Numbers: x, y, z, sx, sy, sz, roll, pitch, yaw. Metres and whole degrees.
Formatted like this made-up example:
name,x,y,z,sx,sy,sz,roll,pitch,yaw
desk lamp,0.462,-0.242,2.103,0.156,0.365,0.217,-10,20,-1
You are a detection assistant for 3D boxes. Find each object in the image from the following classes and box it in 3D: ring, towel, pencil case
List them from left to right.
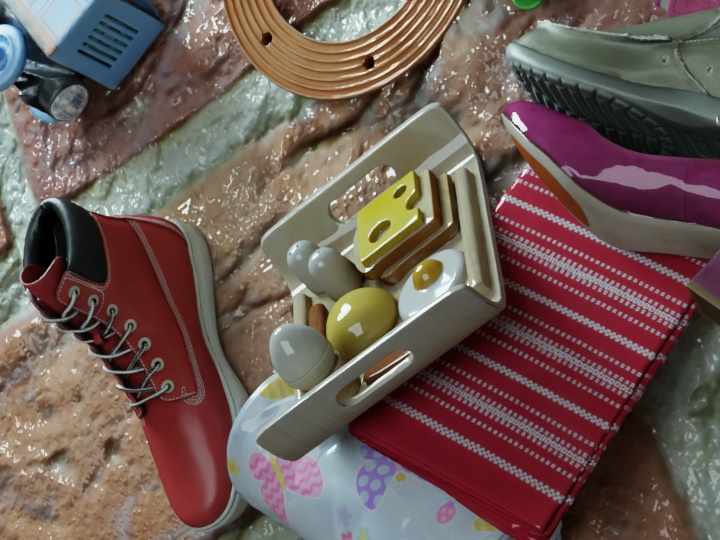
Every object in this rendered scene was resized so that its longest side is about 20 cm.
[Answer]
name,x,y,z,sx,sy,sz,roll,pitch,yaw
ring,-0.004,-0.199,1.288,0.199,0.019,0.202,-6,80,35
pencil case,0.016,0.126,1.179,0.199,0.083,0.091,27,103,37
towel,0.096,0.035,1.131,0.144,0.022,0.200,27,75,38

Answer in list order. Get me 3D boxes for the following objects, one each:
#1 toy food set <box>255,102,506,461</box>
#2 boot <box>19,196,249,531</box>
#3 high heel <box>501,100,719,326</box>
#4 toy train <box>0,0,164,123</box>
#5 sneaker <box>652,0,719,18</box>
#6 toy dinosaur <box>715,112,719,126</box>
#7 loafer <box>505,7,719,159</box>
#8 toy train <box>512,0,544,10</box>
name,x,y,z,sx,sy,sz,roll,pitch,yaw
toy food set,0.000,0.000,1.170,0.143,0.060,0.200,-38,27,20
boot,-0.139,0.057,1.270,0.072,0.144,0.201,-26,69,29
high heel,0.162,-0.050,1.096,0.096,0.067,0.200,-45,60,-5
toy train,-0.219,-0.184,1.411,0.114,0.087,0.200,-48,55,10
sneaker,0.207,-0.220,1.104,0.074,0.087,0.201,29,124,19
toy dinosaur,0.241,-0.141,1.034,0.200,0.086,0.136,-38,59,7
loafer,0.170,-0.097,1.117,0.199,0.075,0.070,18,71,29
toy train,0.037,-0.202,1.223,0.199,0.042,0.057,27,88,36
